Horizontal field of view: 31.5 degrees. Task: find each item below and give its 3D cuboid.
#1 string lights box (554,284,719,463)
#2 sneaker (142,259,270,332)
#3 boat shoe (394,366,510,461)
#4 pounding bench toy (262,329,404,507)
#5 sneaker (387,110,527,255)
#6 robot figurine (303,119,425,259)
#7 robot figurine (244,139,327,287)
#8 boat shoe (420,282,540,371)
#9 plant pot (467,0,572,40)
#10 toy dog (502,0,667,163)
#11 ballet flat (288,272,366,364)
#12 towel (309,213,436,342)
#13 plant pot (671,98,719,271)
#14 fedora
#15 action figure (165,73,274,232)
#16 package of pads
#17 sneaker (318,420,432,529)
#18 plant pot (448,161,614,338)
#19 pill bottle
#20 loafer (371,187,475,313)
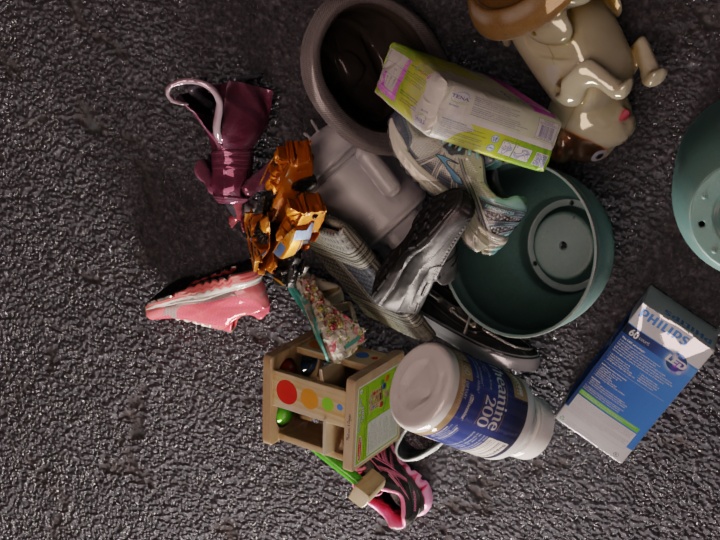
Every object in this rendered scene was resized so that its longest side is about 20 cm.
[{"bbox_3d":[0.337,0.129,1.563,0.103,0.059,0.200,35,120,6],"label":"string lights box"},{"bbox_3d":[-0.212,0.052,1.758,0.200,0.074,0.087,-15,106,27],"label":"sneaker"},{"bbox_3d":[0.118,0.187,1.673,0.070,0.072,0.201,44,121,1],"label":"boat shoe"},{"bbox_3d":[-0.044,0.198,1.670,0.156,0.124,0.200,13,111,29],"label":"pounding bench toy"},{"bbox_3d":[0.113,-0.117,1.441,0.086,0.078,0.200,-45,76,23],"label":"sneaker"},{"bbox_3d":[0.001,-0.104,1.578,0.200,0.113,0.170,48,155,-1],"label":"robot figurine"},{"bbox_3d":[-0.095,-0.066,1.543,0.200,0.058,0.145,125,137,-56],"label":"robot figurine"},{"bbox_3d":[0.143,0.060,1.612,0.199,0.074,0.068,29,110,26],"label":"boat shoe"},{"bbox_3d":[0.183,-0.339,1.367,0.027,0.200,0.200,30,128,-34],"label":"plant pot"},{"bbox_3d":[0.239,-0.217,1.420,0.194,0.139,0.200,-4,109,38],"label":"toy dog"},{"bbox_3d":[-0.043,0.053,1.651,0.064,0.200,0.076,-26,127,-6],"label":"ballet flat"},{"bbox_3d":[0.000,0.000,1.584,0.035,0.200,0.193,-45,112,-11],"label":"towel"},{"bbox_3d":[0.429,-0.082,1.378,0.200,0.161,0.201,8,113,20],"label":"plant pot"},{"bbox_3d":[0.005,-0.233,1.518,0.200,0.177,0.090,41,166,-21],"label":"fedora"},{"bbox_3d":[-0.157,-0.147,1.618,0.134,0.149,0.200,-1,97,17],"label":"action figure"},{"bbox_3d":[0.112,-0.185,1.408,0.154,0.200,0.068,15,106,-23],"label":"package of pads"},{"bbox_3d":[0.012,0.272,1.741,0.200,0.095,0.079,46,122,2],"label":"sneaker"},{"bbox_3d":[0.215,-0.027,1.490,0.200,0.134,0.201,3,95,37],"label":"plant pot"},{"bbox_3d":[0.142,0.167,1.562,0.200,0.111,0.111,24,129,-35],"label":"pill bottle"},{"bbox_3d":[0.080,-0.018,1.414,0.070,0.068,0.201,22,138,-13],"label":"loafer"}]
